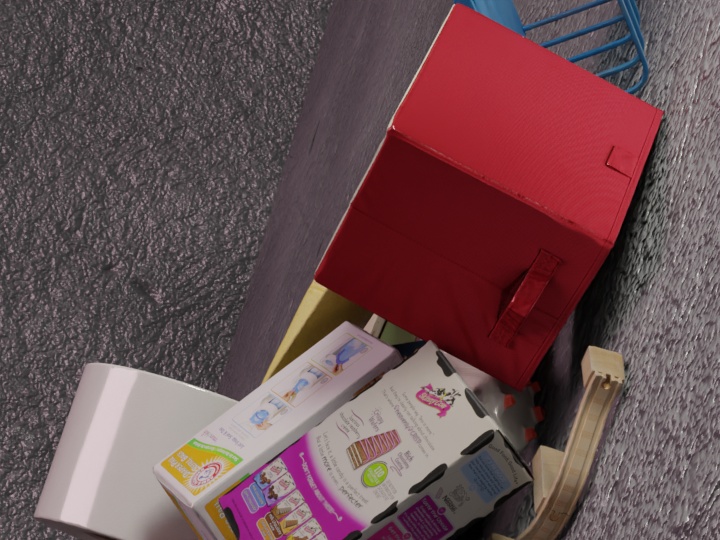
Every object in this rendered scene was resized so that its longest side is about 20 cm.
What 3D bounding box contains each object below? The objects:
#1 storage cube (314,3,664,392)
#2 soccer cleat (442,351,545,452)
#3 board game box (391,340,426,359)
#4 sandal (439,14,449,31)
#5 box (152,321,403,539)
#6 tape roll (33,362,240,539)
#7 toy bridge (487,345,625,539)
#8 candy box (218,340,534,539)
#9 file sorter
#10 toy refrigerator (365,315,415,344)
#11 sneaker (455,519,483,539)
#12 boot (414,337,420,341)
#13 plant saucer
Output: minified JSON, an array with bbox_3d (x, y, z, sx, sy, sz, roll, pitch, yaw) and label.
[{"bbox_3d":[0.095,-0.055,1.631,0.171,0.179,0.200,-62,-1,43],"label":"storage cube"},{"bbox_3d":[0.096,0.081,1.710,0.077,0.069,0.200,-23,31,17],"label":"soccer cleat"},{"bbox_3d":[0.032,0.100,1.932,0.200,0.135,0.035,132,127,-69],"label":"board game box"},{"bbox_3d":[0.075,-0.129,1.840,0.080,0.057,0.202,-63,-26,-49],"label":"sandal"},{"bbox_3d":[-0.044,0.150,1.721,0.200,0.113,0.101,-36,23,-12],"label":"box"},{"bbox_3d":[-0.160,0.175,1.865,0.203,0.202,0.140,144,144,-75],"label":"tape roll"},{"bbox_3d":[0.134,0.151,1.543,0.067,0.027,0.200,-88,19,-59],"label":"toy bridge"},{"bbox_3d":[0.009,0.157,1.579,0.200,0.061,0.136,-37,33,1],"label":"candy box"},{"bbox_3d":[0.155,-0.224,1.788,0.200,0.122,0.139,-86,-26,-59],"label":"file sorter"},{"bbox_3d":[0.027,0.099,2.155,0.070,0.076,0.201,-93,25,-68],"label":"toy refrigerator"},{"bbox_3d":[0.069,0.155,1.790,0.200,0.060,0.104,-64,22,-3],"label":"sneaker"},{"bbox_3d":[0.093,-0.009,2.015,0.187,0.064,0.201,97,-170,-64],"label":"boot"},{"bbox_3d":[0.000,0.000,1.862,0.200,0.048,0.200,-56,4,30],"label":"plant saucer"}]
